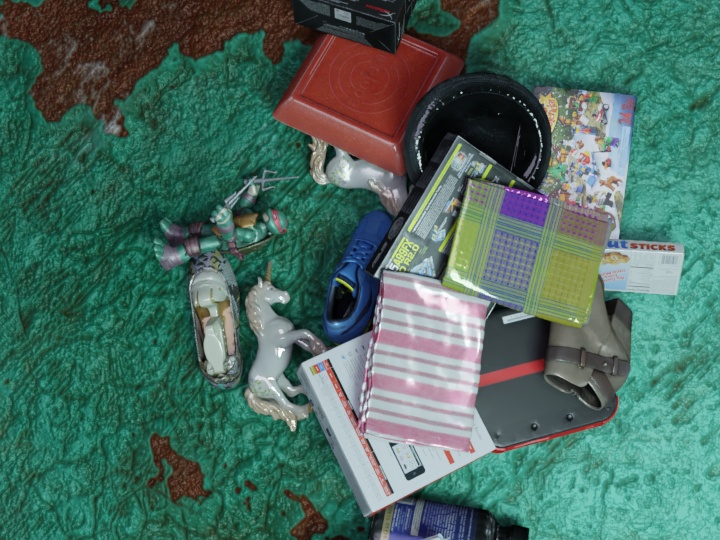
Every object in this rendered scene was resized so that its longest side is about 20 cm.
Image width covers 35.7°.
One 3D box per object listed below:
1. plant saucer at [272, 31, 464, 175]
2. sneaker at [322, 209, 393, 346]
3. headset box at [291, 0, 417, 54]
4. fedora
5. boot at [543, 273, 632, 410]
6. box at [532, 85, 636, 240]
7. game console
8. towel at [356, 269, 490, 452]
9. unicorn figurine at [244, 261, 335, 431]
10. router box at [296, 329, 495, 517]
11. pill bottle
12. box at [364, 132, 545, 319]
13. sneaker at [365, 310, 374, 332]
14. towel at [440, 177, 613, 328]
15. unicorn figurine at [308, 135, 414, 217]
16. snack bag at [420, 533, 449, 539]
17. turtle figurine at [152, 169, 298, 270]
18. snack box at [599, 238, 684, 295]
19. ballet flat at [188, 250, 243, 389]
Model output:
[{"bbox_3d":[0.012,-0.250,1.486,0.198,0.037,0.201,25,69,11],"label":"plant saucer"},{"bbox_3d":[0.000,0.000,1.463,0.065,0.079,0.202,12,66,17],"label":"sneaker"},{"bbox_3d":[0.012,-0.408,1.489,0.147,0.077,0.202,18,69,8],"label":"headset box"},{"bbox_3d":[0.141,-0.163,1.437,0.198,0.092,0.203,-3,102,-15],"label":"fedora"},{"bbox_3d":[0.262,0.073,1.403,0.199,0.070,0.147,34,63,-9],"label":"boot"},{"bbox_3d":[0.283,-0.135,1.473,0.135,0.038,0.203,7,87,9],"label":"box"},{"bbox_3d":[0.225,0.131,1.447,0.198,0.031,0.179,-13,79,-10],"label":"game console"},{"bbox_3d":[0.079,0.109,1.337,0.145,0.030,0.202,11,84,-17],"label":"towel"},{"bbox_3d":[-0.104,0.104,1.489,0.136,0.074,0.202,21,91,11],"label":"unicorn figurine"},{"bbox_3d":[0.043,0.173,1.383,0.178,0.049,0.202,-22,77,-18],"label":"router box"},{"bbox_3d":[0.112,0.355,1.430,0.198,0.112,0.113,8,87,9],"label":"pill bottle"},{"bbox_3d":[0.123,-0.042,1.382,0.159,0.044,0.201,30,91,-18],"label":"box"},{"bbox_3d":[0.031,0.122,1.483,0.075,0.078,0.202,-1,69,49],"label":"sneaker"},{"bbox_3d":[0.205,-0.021,1.356,0.198,0.023,0.145,15,88,-11],"label":"towel"},{"bbox_3d":[0.023,-0.137,1.502,0.198,0.074,0.139,8,88,25],"label":"unicorn figurine"},{"bbox_3d":[0.064,0.420,1.404,0.199,0.021,0.189,-22,116,26],"label":"snack bag"},{"bbox_3d":[-0.172,-0.063,1.491,0.198,0.150,0.102,-18,100,9],"label":"turtle figurine"},{"bbox_3d":[0.312,-0.008,1.446,0.197,0.072,0.024,4,43,9],"label":"snack box"},{"bbox_3d":[-0.198,0.061,1.517,0.071,0.072,0.203,-10,85,8],"label":"ballet flat"}]
